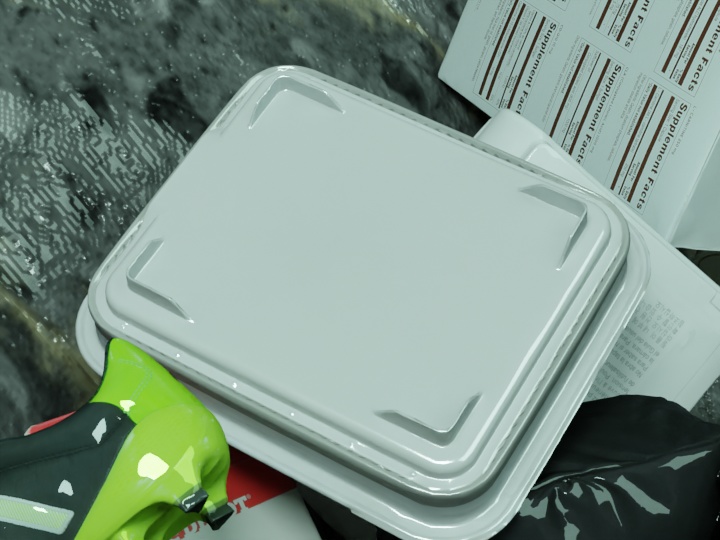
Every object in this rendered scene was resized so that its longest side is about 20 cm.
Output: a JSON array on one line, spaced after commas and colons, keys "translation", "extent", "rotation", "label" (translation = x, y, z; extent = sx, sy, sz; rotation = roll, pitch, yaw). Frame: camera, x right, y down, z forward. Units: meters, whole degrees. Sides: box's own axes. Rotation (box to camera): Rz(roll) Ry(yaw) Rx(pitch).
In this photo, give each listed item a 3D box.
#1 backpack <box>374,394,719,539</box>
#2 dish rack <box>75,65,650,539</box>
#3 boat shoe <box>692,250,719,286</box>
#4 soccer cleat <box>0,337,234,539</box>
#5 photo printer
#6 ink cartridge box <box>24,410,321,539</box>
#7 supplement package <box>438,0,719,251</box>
[{"translation": [0.087, 0.161, 0.714], "extent": [0.166, 0.127, 0.201], "rotation": [-10, 109, -6], "label": "backpack"}, {"translation": [0.000, 0.000, 0.670], "extent": [0.200, 0.044, 0.172], "rotation": [25, 62, 19], "label": "dish rack"}, {"translation": [0.278, 0.030, 1.054], "extent": [0.200, 0.067, 0.057], "rotation": [40, 56, -26], "label": "boat shoe"}, {"translation": [-0.136, 0.107, 0.595], "extent": [0.200, 0.068, 0.081], "rotation": [-39, 67, -7], "label": "soccer cleat"}, {"translation": [0.063, 0.051, 0.777], "extent": [0.166, 0.200, 0.069], "rotation": [37, 4, -24], "label": "photo printer"}, {"translation": [-0.066, 0.149, 0.675], "extent": [0.116, 0.067, 0.200], "rotation": [-17, 79, -46], "label": "ink cartridge box"}, {"translation": [0.194, -0.120, 0.947], "extent": [0.191, 0.147, 0.200], "rotation": [2, 29, -41], "label": "supplement package"}]
